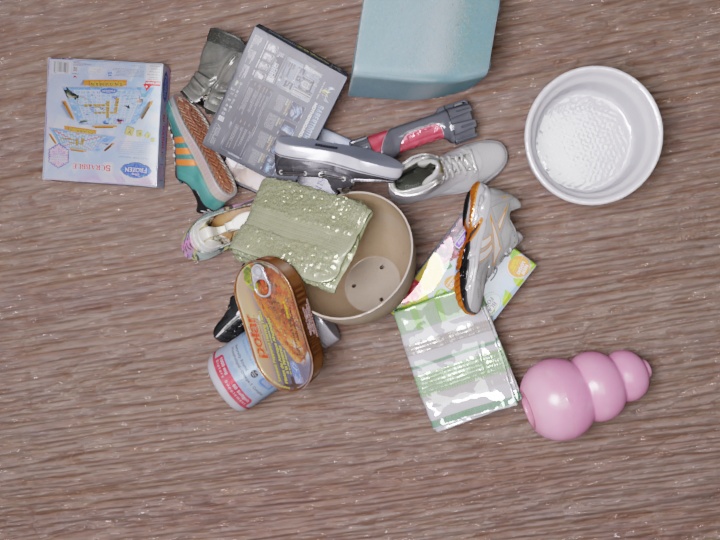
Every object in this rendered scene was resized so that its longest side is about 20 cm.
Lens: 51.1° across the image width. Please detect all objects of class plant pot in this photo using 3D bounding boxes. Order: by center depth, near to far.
[{"bbox_3d":[0.095,-0.355,1.120,0.198,0.196,0.199,9,94,-3],"label":"plant pot"},{"bbox_3d":[0.000,0.000,1.155,0.198,0.135,0.203,-7,66,16],"label":"plant pot"}]

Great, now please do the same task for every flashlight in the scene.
[{"bbox_3d":[0.084,-0.201,1.180,0.198,0.068,0.068,-17,129,0],"label":"flashlight"}]

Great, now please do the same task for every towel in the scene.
[{"bbox_3d":[-0.090,-0.059,1.115,0.198,0.037,0.150,18,75,25],"label":"towel"},{"bbox_3d":[0.148,0.134,1.162,0.148,0.031,0.202,-20,92,5],"label":"towel"}]

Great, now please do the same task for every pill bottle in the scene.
[{"bbox_3d":[-0.136,0.129,1.201,0.199,0.109,0.109,-34,89,6],"label":"pill bottle"}]

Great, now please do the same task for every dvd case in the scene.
[{"bbox_3d":[-0.118,-0.180,1.230,0.198,0.018,0.144,24,94,4],"label":"dvd case"}]

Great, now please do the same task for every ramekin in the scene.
[{"bbox_3d":[0.344,-0.199,1.143,0.198,0.098,0.203,0,93,5],"label":"ramekin"}]

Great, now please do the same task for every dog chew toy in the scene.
[{"bbox_3d":[0.349,0.181,1.155,0.198,0.125,0.126,-19,91,-2],"label":"dog chew toy"}]

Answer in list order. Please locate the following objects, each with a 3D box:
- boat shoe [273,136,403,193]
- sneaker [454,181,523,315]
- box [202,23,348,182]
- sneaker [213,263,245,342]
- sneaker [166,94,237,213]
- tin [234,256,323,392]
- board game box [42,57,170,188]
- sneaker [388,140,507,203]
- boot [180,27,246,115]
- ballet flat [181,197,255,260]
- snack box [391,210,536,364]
[{"bbox_3d":[-0.036,-0.149,1.125,0.198,0.070,0.067,11,115,4],"label":"boat shoe"},{"bbox_3d":[0.196,-0.030,1.123,0.091,0.076,0.202,11,82,-6],"label":"sneaker"},{"bbox_3d":[-0.131,-0.248,1.156,0.156,0.051,0.201,26,110,-9],"label":"box"},{"bbox_3d":[-0.172,0.031,1.231,0.200,0.076,0.088,-42,64,10],"label":"sneaker"},{"bbox_3d":[-0.276,-0.186,1.218,0.080,0.071,0.202,-32,77,26],"label":"sneaker"},{"bbox_3d":[-0.119,0.078,1.095,0.111,0.042,0.202,-9,102,30],"label":"tin"},{"bbox_3d":[-0.420,-0.243,1.245,0.197,0.041,0.202,5,93,5],"label":"board game box"},{"bbox_3d":[0.137,-0.152,1.158,0.198,0.116,0.074,-20,89,5],"label":"sneaker"},{"bbox_3d":[-0.181,-0.294,1.205,0.198,0.068,0.132,22,90,13],"label":"boot"},{"bbox_3d":[-0.212,-0.070,1.209,0.198,0.071,0.070,-22,95,12],"label":"ballet flat"},{"bbox_3d":[0.161,0.027,1.194,0.142,0.053,0.201,37,96,1],"label":"snack box"}]
